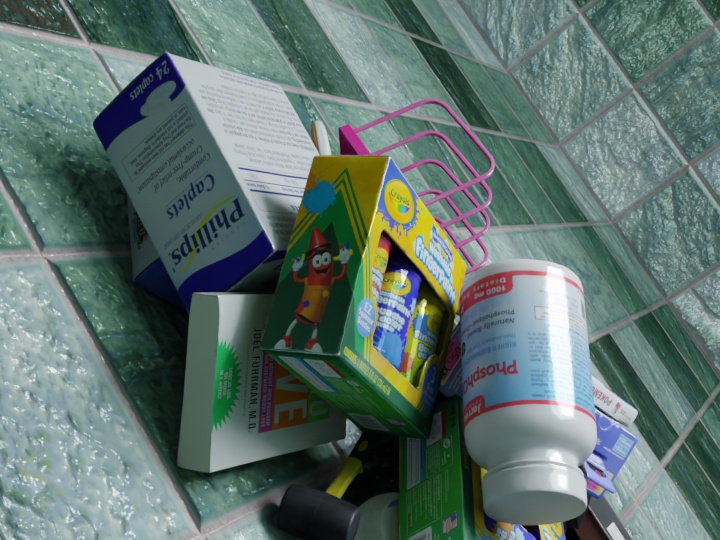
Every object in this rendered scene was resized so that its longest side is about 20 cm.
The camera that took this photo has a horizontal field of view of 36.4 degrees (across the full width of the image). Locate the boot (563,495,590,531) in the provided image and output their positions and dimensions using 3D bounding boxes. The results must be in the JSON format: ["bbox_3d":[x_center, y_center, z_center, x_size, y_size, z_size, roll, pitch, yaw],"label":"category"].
[{"bbox_3d":[0.178,0.285,1.209,0.200,0.096,0.075,-42,134,-46],"label":"boot"}]

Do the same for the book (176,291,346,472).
[{"bbox_3d":[-0.076,0.084,0.910,0.199,0.048,0.135,-1,96,-61],"label":"book"}]

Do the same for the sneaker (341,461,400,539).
[{"bbox_3d":[0.014,0.236,0.938,0.200,0.071,0.073,-79,157,-64],"label":"sneaker"}]

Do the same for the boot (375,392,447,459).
[{"bbox_3d":[0.091,0.175,1.158,0.158,0.079,0.211,50,21,-8],"label":"boot"}]

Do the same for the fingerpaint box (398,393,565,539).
[{"bbox_3d":[0.110,0.234,0.938,0.167,0.073,0.201,47,23,-22],"label":"fingerpaint box"}]

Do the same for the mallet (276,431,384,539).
[{"bbox_3d":[0.001,0.175,0.949,0.065,0.042,0.200,21,27,20],"label":"mallet"}]

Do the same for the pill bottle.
[{"bbox_3d":[0.138,0.100,0.907,0.108,0.108,0.202,32,47,-41],"label":"pill bottle"}]

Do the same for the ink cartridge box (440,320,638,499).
[{"bbox_3d":[0.173,0.140,1.059,0.136,0.077,0.200,34,-1,-40],"label":"ink cartridge box"}]

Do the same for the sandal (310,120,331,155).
[{"bbox_3d":[-0.054,-0.079,1.273,0.079,0.059,0.208,88,-9,-60],"label":"sandal"}]

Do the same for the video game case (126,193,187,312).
[{"bbox_3d":[-0.135,-0.023,1.049,0.200,0.045,0.182,34,29,-40],"label":"video game case"}]

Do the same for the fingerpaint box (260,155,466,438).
[{"bbox_3d":[0.013,0.027,0.908,0.200,0.073,0.168,49,50,-55],"label":"fingerpaint box"}]

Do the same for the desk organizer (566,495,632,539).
[{"bbox_3d":[0.250,0.290,1.309,0.201,0.077,0.072,58,22,12],"label":"desk organizer"}]

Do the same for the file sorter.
[{"bbox_3d":[0.065,-0.062,1.192,0.139,0.125,0.201,56,-18,34],"label":"file sorter"}]

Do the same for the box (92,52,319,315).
[{"bbox_3d":[-0.108,-0.070,0.968,0.201,0.105,0.183,60,24,15],"label":"box"}]

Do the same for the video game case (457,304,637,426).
[{"bbox_3d":[0.165,0.078,1.092,0.199,0.023,0.182,33,0,38],"label":"video game case"}]
